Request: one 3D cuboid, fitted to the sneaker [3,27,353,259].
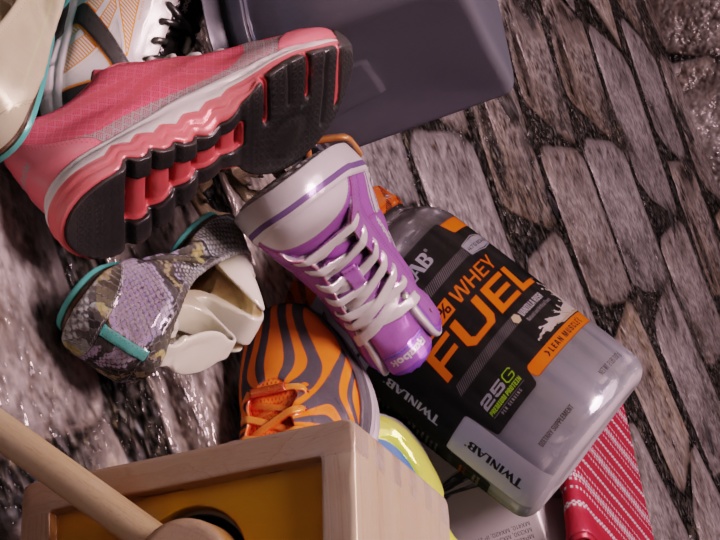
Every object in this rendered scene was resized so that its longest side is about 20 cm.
[{"bbox_3d":[-0.090,-0.085,1.152,0.087,0.200,0.074,41,-38,28],"label":"sneaker"}]

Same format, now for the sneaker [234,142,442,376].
[{"bbox_3d":[0.001,0.000,1.250,0.114,0.073,0.200,55,5,11],"label":"sneaker"}]

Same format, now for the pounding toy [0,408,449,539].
[{"bbox_3d":[-0.072,0.139,0.953,0.142,0.184,0.200,44,39,-55],"label":"pounding toy"}]

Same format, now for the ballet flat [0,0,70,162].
[{"bbox_3d":[-0.173,-0.129,1.126,0.069,0.069,0.200,59,21,-29],"label":"ballet flat"}]

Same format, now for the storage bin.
[{"bbox_3d":[0.003,-0.138,1.283,0.200,0.134,0.146,49,28,-65],"label":"storage bin"}]

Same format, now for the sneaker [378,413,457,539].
[{"bbox_3d":[0.027,0.184,1.354,0.200,0.076,0.105,57,27,3],"label":"sneaker"}]

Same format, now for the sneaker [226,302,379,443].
[{"bbox_3d":[-0.042,0.092,1.229,0.112,0.078,0.200,45,29,-55],"label":"sneaker"}]

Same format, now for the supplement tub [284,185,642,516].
[{"bbox_3d":[0.060,0.045,1.405,0.200,0.123,0.123,37,15,9],"label":"supplement tub"}]

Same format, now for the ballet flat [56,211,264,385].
[{"bbox_3d":[-0.088,0.020,1.178,0.072,0.072,0.200,68,19,-4],"label":"ballet flat"}]

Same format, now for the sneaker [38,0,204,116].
[{"bbox_3d":[-0.121,-0.117,1.218,0.074,0.080,0.200,42,39,-59],"label":"sneaker"}]

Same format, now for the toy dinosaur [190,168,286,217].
[{"bbox_3d":[-0.091,-0.075,1.343,0.200,0.058,0.101,25,29,-49],"label":"toy dinosaur"}]

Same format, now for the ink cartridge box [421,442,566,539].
[{"bbox_3d":[0.089,0.129,1.539,0.145,0.084,0.200,13,58,-69],"label":"ink cartridge box"}]

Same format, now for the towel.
[{"bbox_3d":[0.155,0.131,1.531,0.145,0.022,0.200,50,24,-44],"label":"towel"}]
